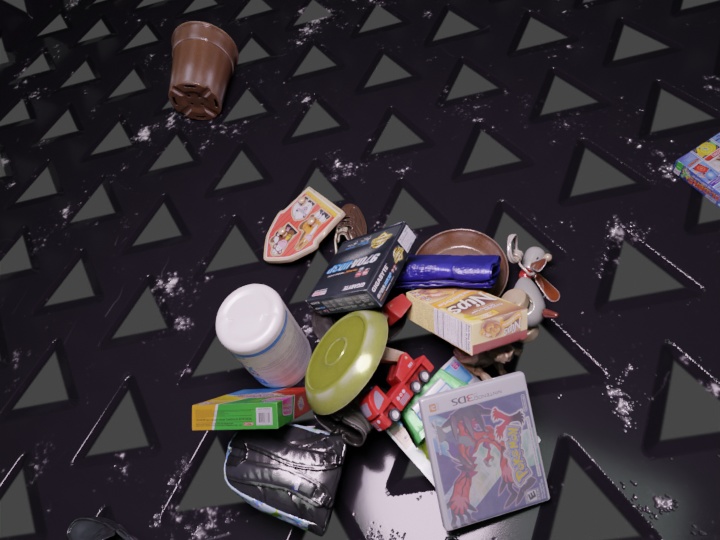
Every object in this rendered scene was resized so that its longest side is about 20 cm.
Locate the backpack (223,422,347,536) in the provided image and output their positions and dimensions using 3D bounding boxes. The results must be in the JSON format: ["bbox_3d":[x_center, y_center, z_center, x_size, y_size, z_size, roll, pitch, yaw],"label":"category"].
[{"bbox_3d":[-0.135,0.340,0.886,0.195,0.155,0.167,15,63,-3],"label":"backpack"}]

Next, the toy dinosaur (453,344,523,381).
[{"bbox_3d":[0.205,0.138,0.915,0.134,0.198,0.088,33,110,31],"label":"toy dinosaur"}]

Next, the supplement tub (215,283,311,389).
[{"bbox_3d":[-0.177,0.130,0.981,0.128,0.202,0.135,-7,56,10],"label":"supplement tub"}]

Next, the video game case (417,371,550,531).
[{"bbox_3d":[0.194,0.280,0.816,0.177,0.023,0.206,-12,89,-9],"label":"video game case"}]

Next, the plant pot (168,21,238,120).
[{"bbox_3d":[-0.464,-0.564,1.507,0.195,0.201,0.203,-3,66,12],"label":"plant pot"}]

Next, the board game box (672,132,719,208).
[{"bbox_3d":[0.768,-0.223,1.060,0.197,0.035,0.136,-31,57,-6],"label":"board game box"}]

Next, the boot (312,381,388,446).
[{"bbox_3d":[-0.043,0.223,0.924,0.197,0.069,0.129,24,23,30],"label":"boot"}]

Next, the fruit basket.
[{"bbox_3d":[0.168,0.273,0.870,0.185,0.094,0.200,-41,61,-12],"label":"fruit basket"}]

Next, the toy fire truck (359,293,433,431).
[{"bbox_3d":[0.050,0.154,0.891,0.141,0.049,0.200,46,57,1],"label":"toy fire truck"}]

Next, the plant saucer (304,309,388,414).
[{"bbox_3d":[-0.034,0.145,0.883,0.199,0.031,0.202,-40,26,24],"label":"plant saucer"}]

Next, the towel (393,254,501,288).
[{"bbox_3d":[0.160,0.002,0.976,0.195,0.147,0.051,1,99,23],"label":"towel"}]

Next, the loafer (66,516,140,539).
[{"bbox_3d":[-0.439,0.479,0.907,0.196,0.071,0.069,12,61,21],"label":"loafer"}]

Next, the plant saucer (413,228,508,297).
[{"bbox_3d":[0.201,0.007,1.061,0.195,0.037,0.205,-6,58,10],"label":"plant saucer"}]

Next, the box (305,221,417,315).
[{"bbox_3d":[0.000,0.000,0.967,0.198,0.046,0.161,-13,39,52],"label":"box"}]

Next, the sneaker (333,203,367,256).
[{"bbox_3d":[-0.024,-0.079,1.148,0.069,0.076,0.204,-8,57,9],"label":"sneaker"}]

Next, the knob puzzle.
[{"bbox_3d":[-0.152,-0.099,1.190,0.215,0.031,0.224,-19,47,22],"label":"knob puzzle"}]

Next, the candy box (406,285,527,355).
[{"bbox_3d":[0.175,0.075,0.891,0.113,0.057,0.199,-12,16,-24],"label":"candy box"}]

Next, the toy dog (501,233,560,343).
[{"bbox_3d":[0.332,0.033,0.970,0.095,0.131,0.205,-4,64,38],"label":"toy dog"}]

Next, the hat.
[{"bbox_3d":[0.006,0.099,1.029,0.195,0.082,0.204,-11,49,13],"label":"hat"}]

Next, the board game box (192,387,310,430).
[{"bbox_3d":[-0.180,0.240,0.915,0.149,0.200,0.042,-5,84,11],"label":"board game box"}]
